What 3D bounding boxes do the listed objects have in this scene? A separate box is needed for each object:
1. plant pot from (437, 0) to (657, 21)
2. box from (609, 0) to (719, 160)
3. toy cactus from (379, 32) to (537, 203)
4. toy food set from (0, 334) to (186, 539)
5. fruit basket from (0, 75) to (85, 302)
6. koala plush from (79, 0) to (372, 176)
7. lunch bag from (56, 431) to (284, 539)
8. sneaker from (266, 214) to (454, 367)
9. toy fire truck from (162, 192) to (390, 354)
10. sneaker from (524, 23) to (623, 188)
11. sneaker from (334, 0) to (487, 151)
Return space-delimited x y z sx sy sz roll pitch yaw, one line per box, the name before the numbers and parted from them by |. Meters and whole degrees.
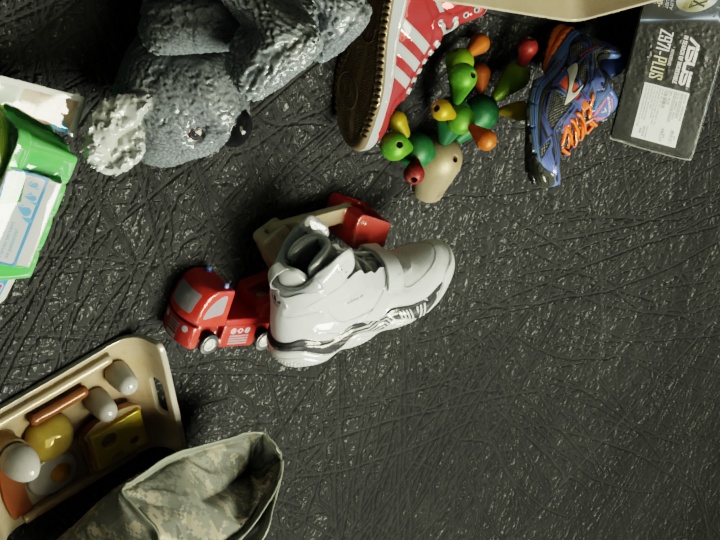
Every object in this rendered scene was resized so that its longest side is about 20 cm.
plant pot | 0.188 -0.324 1.400 0.199 0.199 0.178 1 84 -44
box | 0.318 -0.236 1.637 0.164 0.086 0.201 -58 161 -56
toy cactus | 0.090 -0.126 1.560 0.200 0.102 0.165 -45 163 -39
toy food set | -0.248 0.160 1.479 0.199 0.060 0.144 -30 137 -23
fruit basket | -0.314 -0.063 1.214 0.199 0.094 0.186 9 113 -44
koala plush | -0.126 -0.163 1.274 0.200 0.183 0.177 -56 175 27
lunch bag | -0.168 0.234 1.519 0.164 0.118 0.200 -41 173 37
sneaker | 0.000 0.000 1.503 0.199 0.075 0.115 -28 137 -21
toy fire truck | -0.077 0.001 1.529 0.199 0.049 0.142 -1 120 -43
sneaker | 0.200 -0.157 1.575 0.076 0.078 0.201 81 23 -51
sneaker | 0.045 -0.201 1.470 0.112 0.071 0.201 -9 124 -36
